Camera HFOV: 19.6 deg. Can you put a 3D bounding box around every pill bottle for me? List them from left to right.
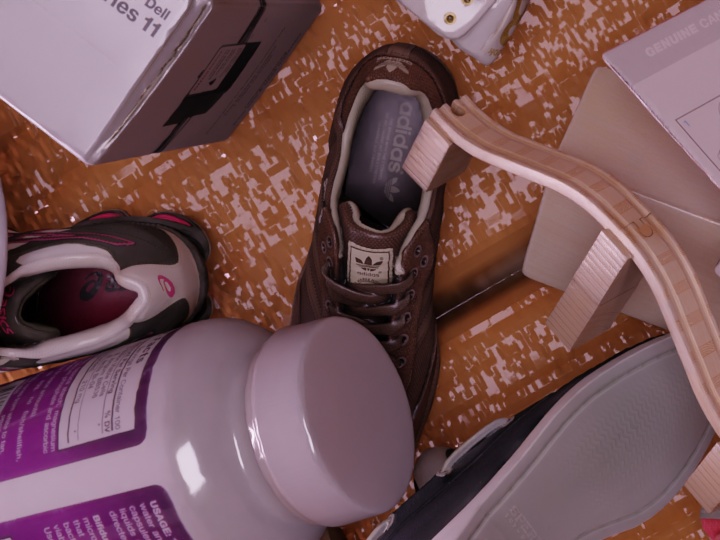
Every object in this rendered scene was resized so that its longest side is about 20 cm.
[{"bbox_3d":[-0.081,0.084,0.892,0.200,0.112,0.112,-17,92,30],"label":"pill bottle"}]

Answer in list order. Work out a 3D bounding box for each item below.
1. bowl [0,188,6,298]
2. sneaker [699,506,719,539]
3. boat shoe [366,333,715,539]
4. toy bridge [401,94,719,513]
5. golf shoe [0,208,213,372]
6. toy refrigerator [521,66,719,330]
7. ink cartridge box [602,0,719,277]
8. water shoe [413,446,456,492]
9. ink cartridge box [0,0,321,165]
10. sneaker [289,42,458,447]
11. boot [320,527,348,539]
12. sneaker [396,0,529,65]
[{"bbox_3d":[-0.254,-0.003,0.902,0.201,0.090,0.201,-8,75,33],"label":"bowl"},{"bbox_3d":[0.174,0.110,0.835,0.087,0.200,0.074,19,76,19],"label":"sneaker"},{"bbox_3d":[0.067,0.090,0.857,0.200,0.060,0.076,-36,115,-22],"label":"boat shoe"},{"bbox_3d":[0.096,0.004,0.816,0.200,0.027,0.067,49,141,20],"label":"toy bridge"},{"bbox_3d":[-0.167,0.012,0.940,0.200,0.088,0.077,-12,95,13],"label":"golf shoe"},{"bbox_3d":[0.176,-0.009,0.869,0.200,0.070,0.076,20,142,8],"label":"toy refrigerator"},{"bbox_3d":[0.220,-0.053,0.828,0.200,0.045,0.176,-28,64,-24],"label":"ink cartridge box"},{"bbox_3d":[0.063,0.175,0.920,0.079,0.072,0.200,-31,89,14],"label":"water shoe"},{"bbox_3d":[-0.113,-0.121,0.857,0.147,0.200,0.083,38,101,5],"label":"ink cartridge box"},{"bbox_3d":[0.000,0.000,0.911,0.070,0.076,0.200,6,96,10],"label":"sneaker"},{"bbox_3d":[-0.051,0.220,0.945,0.144,0.071,0.201,-12,98,9],"label":"boot"},{"bbox_3d":[0.088,-0.137,0.885,0.200,0.074,0.116,20,101,21],"label":"sneaker"}]
